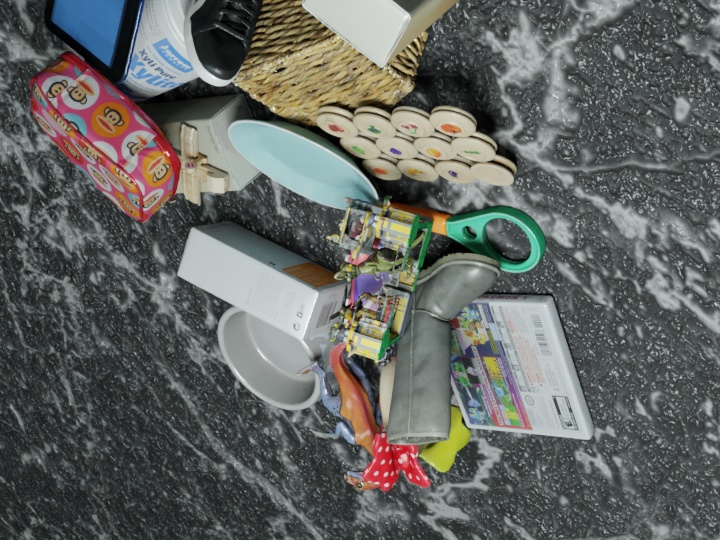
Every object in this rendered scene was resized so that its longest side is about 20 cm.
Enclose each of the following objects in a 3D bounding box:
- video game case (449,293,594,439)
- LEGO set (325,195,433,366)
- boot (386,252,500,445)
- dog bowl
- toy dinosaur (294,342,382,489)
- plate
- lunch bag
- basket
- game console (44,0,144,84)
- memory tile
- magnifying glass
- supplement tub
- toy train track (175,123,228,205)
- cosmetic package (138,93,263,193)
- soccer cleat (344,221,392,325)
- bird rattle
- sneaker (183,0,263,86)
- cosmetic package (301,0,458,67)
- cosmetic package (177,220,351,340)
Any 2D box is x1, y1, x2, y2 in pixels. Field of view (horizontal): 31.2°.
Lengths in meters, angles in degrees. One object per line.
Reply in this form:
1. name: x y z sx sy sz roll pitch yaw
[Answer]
1. video game case: 0.180 0.116 1.581 0.181 0.023 0.201 1 124 39
2. LEGO set: 0.000 0.000 1.470 0.115 0.154 0.202 16 107 13
3. boot: 0.092 0.094 1.490 0.072 0.201 0.182 20 153 -24
4. dog bowl: -0.113 0.107 1.784 0.199 0.059 0.201 21 133 25
5. toy dinosaur: -0.014 0.198 1.678 0.182 0.104 0.200 63 177 8
6. plate: -0.064 -0.130 1.528 0.199 0.026 0.200 24 165 7
7. lunch bag: -0.305 -0.150 1.540 0.200 0.082 0.176 44 160 5
8. basket: -0.022 -0.259 1.411 0.199 0.150 0.142 -12 148 44
9. game console: -0.330 -0.330 1.444 0.200 0.119 0.171 37 178 39
10. memory tile: 0.061 -0.136 1.418 0.199 0.017 0.153 4 157 35
11. magnifying glass: 0.121 -0.047 1.497 0.199 0.022 0.080 16 132 30
12. supplement tub: -0.222 -0.282 1.503 0.199 0.132 0.132 -13 114 45
13. toy train track: -0.252 -0.139 1.607 0.199 0.033 0.115 25 136 23
14. cosmetic package: -0.222 -0.158 1.648 0.199 0.073 0.104 0 122 40
15. soccer cleat: 0.023 0.024 1.606 0.076 0.067 0.201 10 131 15
16. bird rattle: 0.050 0.190 1.627 0.112 0.200 0.164 -13 83 26
17. sneaker: -0.126 -0.302 1.366 0.073 0.201 0.112 21 149 -27
18. cosmetic package: 0.044 -0.288 1.227 0.105 0.200 0.071 39 139 7
19. cosmetic package: -0.124 0.010 1.670 0.199 0.101 0.072 26 107 20
